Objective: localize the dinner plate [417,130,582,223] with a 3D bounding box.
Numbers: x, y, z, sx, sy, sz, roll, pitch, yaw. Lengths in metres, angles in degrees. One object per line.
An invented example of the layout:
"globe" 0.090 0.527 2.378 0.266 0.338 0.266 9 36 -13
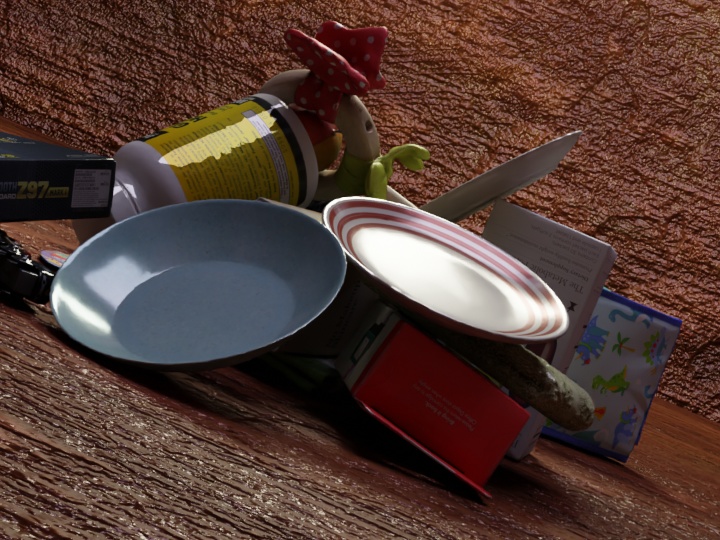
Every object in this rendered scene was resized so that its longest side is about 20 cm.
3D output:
"dinner plate" 0.115 -0.073 1.287 0.024 0.199 0.200 62 5 1

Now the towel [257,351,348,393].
"towel" -0.059 0.066 1.205 0.148 0.031 0.200 27 6 19

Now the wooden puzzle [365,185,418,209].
"wooden puzzle" 0.078 0.026 1.435 0.037 0.202 0.185 -26 37 -19

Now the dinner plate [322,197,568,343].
"dinner plate" 0.060 0.004 1.047 0.198 0.024 0.201 23 20 -9

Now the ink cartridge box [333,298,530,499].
"ink cartridge box" 0.051 0.089 1.036 0.116 0.068 0.200 36 0 -8

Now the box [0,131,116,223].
"box" -0.308 -0.075 1.063 0.157 0.052 0.199 14 11 34

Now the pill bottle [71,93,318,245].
"pill bottle" -0.143 -0.070 1.212 0.199 0.114 0.112 -26 34 -34

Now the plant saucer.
"plant saucer" -0.107 0.017 0.955 0.198 0.039 0.202 -3 33 2

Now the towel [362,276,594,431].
"towel" 0.093 0.055 1.123 0.199 0.037 0.148 36 1 25

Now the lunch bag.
"lunch bag" 0.229 0.095 1.524 0.198 0.172 0.127 21 3 -5

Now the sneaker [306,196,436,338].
"sneaker" 0.001 0.000 1.395 0.200 0.070 0.093 47 -12 -10

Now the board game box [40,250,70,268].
"board game box" -0.185 0.004 1.257 0.198 0.039 0.158 23 3 16

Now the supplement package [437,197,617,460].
"supplement package" 0.139 0.053 1.266 0.113 0.202 0.109 23 2 13

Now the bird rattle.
"bird rattle" -0.034 -0.124 1.269 0.162 0.113 0.201 -8 -51 34

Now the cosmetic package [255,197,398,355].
"cosmetic package" -0.033 0.010 1.162 0.071 0.106 0.200 27 8 23

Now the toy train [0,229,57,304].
"toy train" -0.262 -0.012 1.031 0.046 0.034 0.200 23 2 -33
